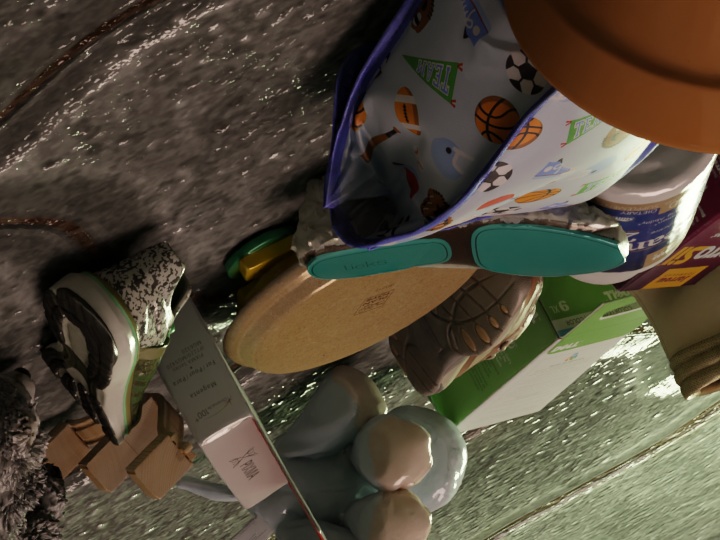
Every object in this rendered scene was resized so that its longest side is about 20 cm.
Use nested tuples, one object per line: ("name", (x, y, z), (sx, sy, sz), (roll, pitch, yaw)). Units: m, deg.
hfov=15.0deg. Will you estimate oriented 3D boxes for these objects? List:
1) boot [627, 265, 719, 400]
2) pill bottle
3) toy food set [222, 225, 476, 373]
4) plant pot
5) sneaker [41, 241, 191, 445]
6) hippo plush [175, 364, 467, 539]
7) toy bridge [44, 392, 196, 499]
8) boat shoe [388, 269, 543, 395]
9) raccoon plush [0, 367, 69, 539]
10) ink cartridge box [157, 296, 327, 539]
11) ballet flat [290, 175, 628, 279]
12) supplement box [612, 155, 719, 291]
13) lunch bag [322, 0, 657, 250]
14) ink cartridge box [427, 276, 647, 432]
("boot", (0.279, -0.001, 1.980), (0.199, 0.156, 0.073), (-21, 162, -28))
("pill bottle", (0.158, -0.062, 1.695), (0.111, 0.111, 0.200), (-25, 163, -9))
("toy food set", (0.000, 0.000, 1.737), (0.199, 0.049, 0.198), (-24, 162, -14))
("plant pot", (0.174, -0.175, 1.297), (0.199, 0.200, 0.140), (-21, 144, -23))
("sneaker", (-0.133, 0.040, 1.623), (0.088, 0.077, 0.200), (-36, 169, -17))
("hippo plush", (0.004, 0.175, 2.035), (0.200, 0.160, 0.161), (-37, 154, 24))
("toy bridge", (-0.145, 0.106, 1.714), (0.067, 0.027, 0.200), (-46, -162, -19))
("boat shoe", (0.083, 0.023, 1.906), (0.072, 0.076, 0.200), (-24, 172, -26))
("raccoon plush", (-0.230, 0.156, 1.632), (0.096, 0.201, 0.134), (5, 160, 1))
("ink cartridge box", (-0.073, 0.121, 1.756), (0.043, 0.174, 0.200), (-28, 163, -3))
("ballet flat", (0.058, -0.035, 1.610), (0.199, 0.072, 0.072), (-1, 161, 0))
("supplement box", (0.249, -0.074, 1.844), (0.200, 0.086, 0.110), (-39, 160, 32))
("lunch bag", (0.084, -0.095, 1.471), (0.170, 0.124, 0.200), (-15, 151, -40))
("ink cartridge box", (0.143, 0.043, 2.062), (0.104, 0.059, 0.200), (-11, 156, -43))
